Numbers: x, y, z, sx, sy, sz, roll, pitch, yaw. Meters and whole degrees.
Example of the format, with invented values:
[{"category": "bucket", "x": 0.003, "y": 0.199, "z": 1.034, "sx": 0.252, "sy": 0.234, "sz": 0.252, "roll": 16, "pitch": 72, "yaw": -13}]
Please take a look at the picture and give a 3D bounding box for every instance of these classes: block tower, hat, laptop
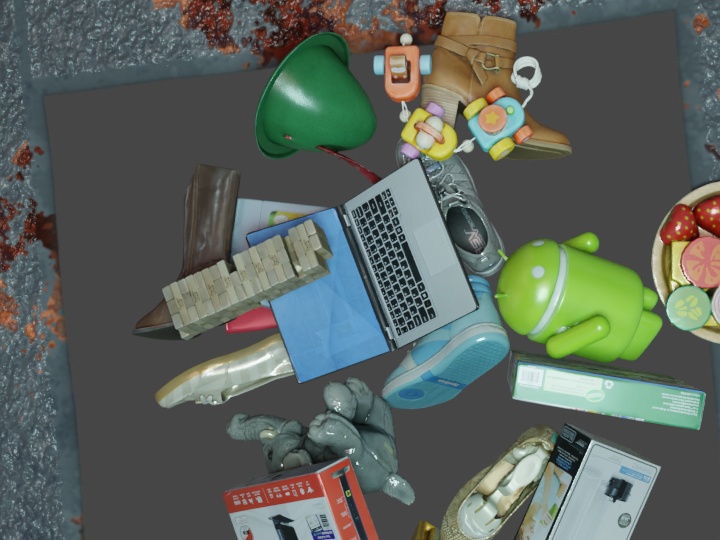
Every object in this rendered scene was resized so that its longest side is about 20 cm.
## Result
[{"category": "block tower", "x": -0.129, "y": 0.012, "z": 1.174, "sx": 0.198, "sy": 0.058, "sz": 0.055, "roll": -25, "pitch": 73, "yaw": 8}, {"category": "hat", "x": 0.000, "y": -0.161, "z": 1.210, "sx": 0.175, "sy": 0.199, "sz": 0.167, "roll": 35, "pitch": 108, "yaw": 20}, {"category": "laptop", "x": 0.000, "y": 0.000, "z": 1.185, "sx": 0.199, "sy": 0.115, "sz": 0.190, "roll": -29, "pitch": 77, "yaw": 36}]

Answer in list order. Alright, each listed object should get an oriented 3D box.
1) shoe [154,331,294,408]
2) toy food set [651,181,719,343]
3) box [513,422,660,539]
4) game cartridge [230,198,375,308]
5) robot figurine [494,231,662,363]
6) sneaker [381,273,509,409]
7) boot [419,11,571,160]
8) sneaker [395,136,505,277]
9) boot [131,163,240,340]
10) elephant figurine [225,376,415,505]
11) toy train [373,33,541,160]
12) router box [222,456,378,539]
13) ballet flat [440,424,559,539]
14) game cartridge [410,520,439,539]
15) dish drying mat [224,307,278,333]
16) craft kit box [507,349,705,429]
[{"category": "shoe", "x": -0.160, "y": 0.133, "z": 1.282, "sx": 0.198, "sy": 0.070, "sz": 0.054, "roll": -23, "pitch": 78, "yaw": 4}, {"category": "toy food set", "x": 0.446, "y": -0.007, "z": 1.225, "sx": 0.197, "sy": 0.049, "sz": 0.201, "roll": 0, "pitch": 89, "yaw": 6}, {"category": "box", "x": 0.256, "y": 0.295, "z": 1.212, "sx": 0.116, "sy": 0.060, "sz": 0.202, "roll": 24, "pitch": 92, "yaw": -26}, {"category": "game cartridge", "x": -0.071, "y": -0.013, "z": 1.279, "sx": 0.197, "sy": 0.040, "sz": 0.136, "roll": 6, "pitch": 85, "yaw": 10}, {"category": "robot figurine", "x": 0.246, "y": 0.035, "z": 1.201, "sx": 0.197, "sy": 0.177, "sz": 0.116, "roll": 19, "pitch": 132, "yaw": -9}, {"category": "sneaker", "x": 0.095, "y": 0.078, "z": 1.250, "sx": 0.199, "sy": 0.079, "sz": 0.132, "roll": -36, "pitch": 46, "yaw": 37}, {"category": "boot", "x": 0.173, "y": -0.224, "z": 1.252, "sx": 0.197, "sy": 0.074, "sz": 0.157, "roll": 15, "pitch": 80, "yaw": -4}, {"category": "sneaker", "x": 0.111, "y": -0.088, "z": 1.245, "sx": 0.074, "sy": 0.082, "sz": 0.201, "roll": -36, "pitch": 79, "yaw": 5}, {"category": "boot", "x": -0.217, "y": -0.023, "z": 1.295, "sx": 0.185, "sy": 0.064, "sz": 0.203, "roll": -16, "pitch": 69, "yaw": 35}, {"category": "elephant figurine", "x": -0.055, "y": 0.226, "z": 1.249, "sx": 0.199, "sy": 0.157, "sz": 0.141, "roll": -35, "pitch": 129, "yaw": 29}, {"category": "toy train", "x": 0.106, "y": -0.202, "z": 1.194, "sx": 0.197, "sy": 0.056, "sz": 0.153, "roll": 5, "pitch": 85, "yaw": 11}, {"category": "router box", "x": -0.056, "y": 0.311, "z": 1.148, "sx": 0.199, "sy": 0.048, "sz": 0.182, "roll": -24, "pitch": 85, "yaw": 49}, {"category": "ballet flat", "x": 0.166, "y": 0.266, "z": 1.244, "sx": 0.070, "sy": 0.065, "sz": 0.201, "roll": 39, "pitch": 94, "yaw": 7}, {"category": "game cartridge", "x": 0.035, "y": 0.403, "z": 1.202, "sx": 0.032, "sy": 0.176, "sz": 0.202, "roll": 27, "pitch": 92, "yaw": 6}, {"category": "dish drying mat", "x": -0.077, "y": 0.028, "z": 1.301, "sx": 0.197, "sy": 0.018, "sz": 0.078, "roll": -9, "pitch": 84, "yaw": 8}, {"category": "craft kit box", "x": 0.267, "y": 0.131, "z": 1.170, "sx": 0.197, "sy": 0.197, "sz": 0.049, "roll": 9, "pitch": 93, "yaw": 7}]
